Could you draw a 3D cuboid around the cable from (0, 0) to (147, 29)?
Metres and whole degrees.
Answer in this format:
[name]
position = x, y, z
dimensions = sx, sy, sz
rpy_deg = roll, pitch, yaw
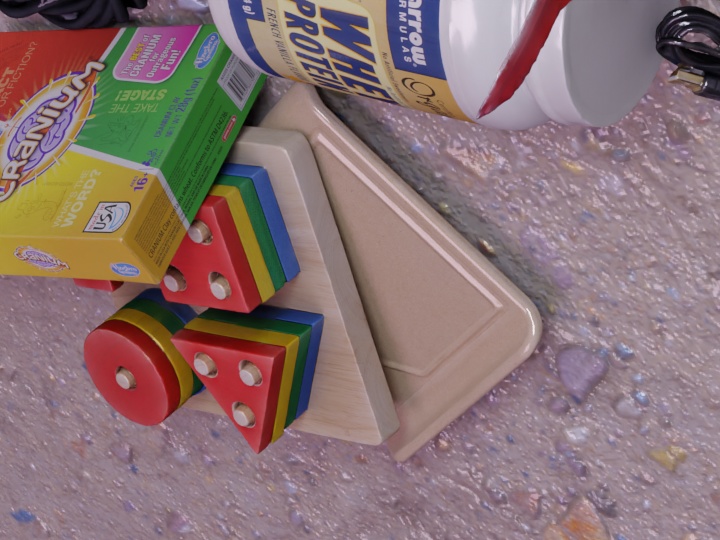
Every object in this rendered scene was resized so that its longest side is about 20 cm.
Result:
[cable]
position = -0.198, -0.189, 1.552
dimensions = 0.200, 0.051, 0.163
rpy_deg = 29, 153, 10

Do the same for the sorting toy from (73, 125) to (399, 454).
[sorting toy]
position = -0.096, 0.016, 1.619
dimensions = 0.200, 0.070, 0.199
rpy_deg = 8, 126, 42

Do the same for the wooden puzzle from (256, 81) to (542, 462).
[wooden puzzle]
position = 0.000, 0.000, 1.600
dimensions = 0.200, 0.037, 0.185
rpy_deg = 47, 143, 1

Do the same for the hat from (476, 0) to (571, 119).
[hat]
position = 0.100, -0.208, 1.131
dimensions = 0.166, 0.175, 0.200
rpy_deg = 105, 144, -58

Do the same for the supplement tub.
[supplement tub]
position = 0.040, -0.148, 1.330
dimensions = 0.199, 0.144, 0.145
rpy_deg = 15, 135, 30

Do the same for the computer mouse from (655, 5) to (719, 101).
[computer mouse]
position = 0.211, -0.148, 1.260
dimensions = 0.109, 0.044, 0.200
rpy_deg = 17, 137, -4

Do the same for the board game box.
[board game box]
position = -0.164, -0.067, 1.572
dimensions = 0.199, 0.153, 0.040
rpy_deg = 2, 145, 39
